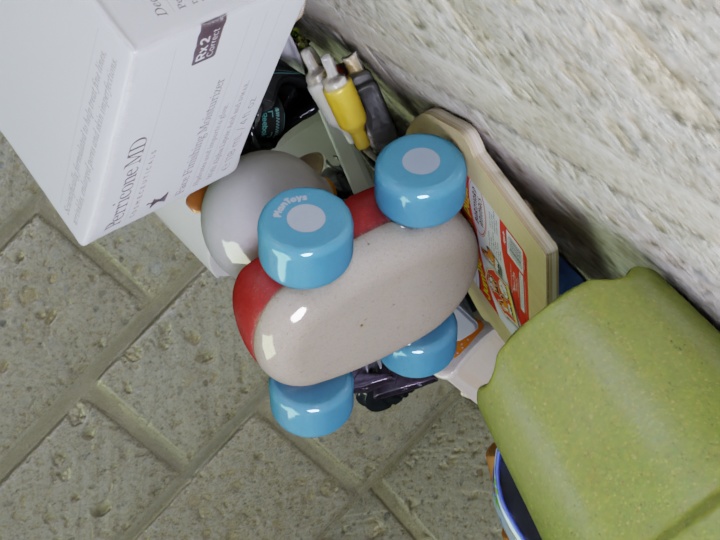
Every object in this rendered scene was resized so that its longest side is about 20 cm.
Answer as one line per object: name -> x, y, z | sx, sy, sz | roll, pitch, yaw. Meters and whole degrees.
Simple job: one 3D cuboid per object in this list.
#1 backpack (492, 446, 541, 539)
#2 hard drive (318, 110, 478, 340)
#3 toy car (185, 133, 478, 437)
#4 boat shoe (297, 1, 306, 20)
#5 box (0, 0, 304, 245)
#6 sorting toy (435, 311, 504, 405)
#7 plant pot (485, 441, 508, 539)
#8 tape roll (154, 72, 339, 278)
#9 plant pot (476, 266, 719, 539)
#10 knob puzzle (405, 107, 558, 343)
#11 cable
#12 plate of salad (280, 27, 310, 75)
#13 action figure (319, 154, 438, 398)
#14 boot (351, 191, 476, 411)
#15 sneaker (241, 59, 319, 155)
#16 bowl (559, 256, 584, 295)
backpack -> 0.185, 0.153, 0.882 | 0.200, 0.183, 0.147 | 49, 177, 11
hard drive -> 0.028, -0.050, 1.111 | 0.132, 0.026, 0.202 | 40, -157, -54
toy car -> -0.036, -0.030, 0.946 | 0.200, 0.175, 0.186 | 47, 153, 35
boat shoe -> -0.070, -0.194, 0.899 | 0.071, 0.077, 0.199 | 4, -175, -25
box -> -0.155, -0.163, 0.820 | 0.201, 0.130, 0.199 | 53, 147, 14
sorting toy -> 0.090, 0.065, 1.338 | 0.179, 0.108, 0.200 | 25, 170, 38
plant pot -> 0.246, 0.257, 1.681 | 0.141, 0.198, 0.200 | 62, 176, -3
tape roll -> -0.117, -0.115, 1.310 | 0.139, 0.203, 0.203 | 44, 177, 16
plant pot -> 0.162, 0.108, 0.735 | 0.185, 0.199, 0.201 | 55, -177, 30
knob puzzle -> 0.089, -0.033, 0.936 | 0.221, 0.030, 0.220 | 61, 170, 19
cable -> 0.009, -0.080, 1.010 | 0.097, 0.050, 0.202 | -121, 8, -72
plate of salad -> -0.107, -0.229, 1.090 | 0.200, 0.048, 0.200 | 44, 167, 12
action figure -> 0.000, 0.000, 1.096 | 0.130, 0.069, 0.203 | 18, -125, -61
boot -> 0.020, 0.010, 1.226 | 0.162, 0.199, 0.073 | 35, 171, 31
sneaker -> -0.103, -0.117, 0.976 | 0.078, 0.199, 0.076 | 22, 124, 26
bowl -> 0.133, 0.011, 1.079 | 0.201, 0.039, 0.201 | 46, 178, 2
